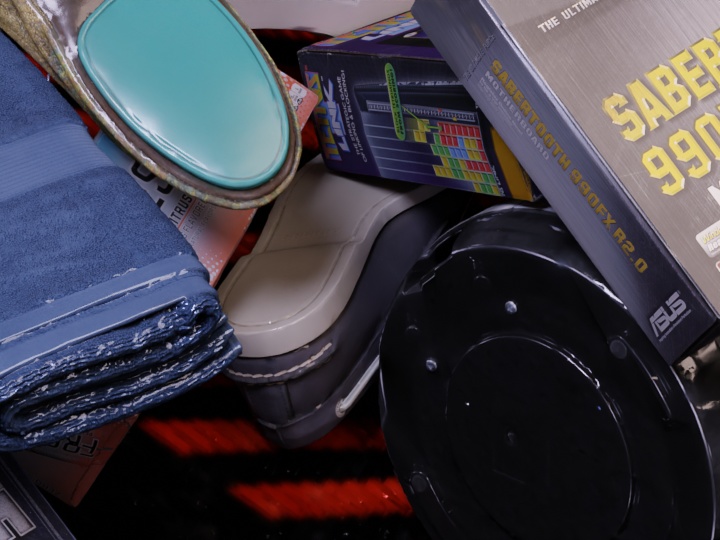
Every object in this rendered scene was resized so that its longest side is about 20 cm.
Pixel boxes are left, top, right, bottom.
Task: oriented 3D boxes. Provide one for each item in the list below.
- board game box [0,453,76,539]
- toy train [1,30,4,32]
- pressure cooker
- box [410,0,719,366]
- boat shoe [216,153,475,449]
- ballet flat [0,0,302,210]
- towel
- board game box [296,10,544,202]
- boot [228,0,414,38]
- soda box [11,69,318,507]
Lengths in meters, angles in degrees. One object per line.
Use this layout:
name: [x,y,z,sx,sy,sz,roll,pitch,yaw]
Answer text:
board game box: [-0.188,0.073,0.968,0.135,0.035,0.200,-27,72,-44]
toy train: [-0.140,-0.149,1.162,0.199,0.085,0.116,-2,72,-43]
pressure cooker: [0.128,0.031,1.107,0.176,0.179,0.200,49,46,13]
box: [0.142,-0.083,1.016,0.200,0.048,0.159,-30,80,-26]
boat shoe: [0.000,0.000,1.151,0.200,0.072,0.063,-51,132,-52]
ballet flat: [-0.097,-0.093,1.057,0.200,0.071,0.071,45,44,9]
towel: [-0.137,-0.018,0.989,0.111,0.049,0.200,-20,50,-28]
board game box: [0.100,-0.088,1.127,0.199,0.165,0.057,-21,104,-24]
boot: [-0.020,-0.139,1.184,0.200,0.073,0.090,10,30,-46]
soda box: [-0.087,-0.008,1.081,0.068,0.064,0.200,33,43,-5]
